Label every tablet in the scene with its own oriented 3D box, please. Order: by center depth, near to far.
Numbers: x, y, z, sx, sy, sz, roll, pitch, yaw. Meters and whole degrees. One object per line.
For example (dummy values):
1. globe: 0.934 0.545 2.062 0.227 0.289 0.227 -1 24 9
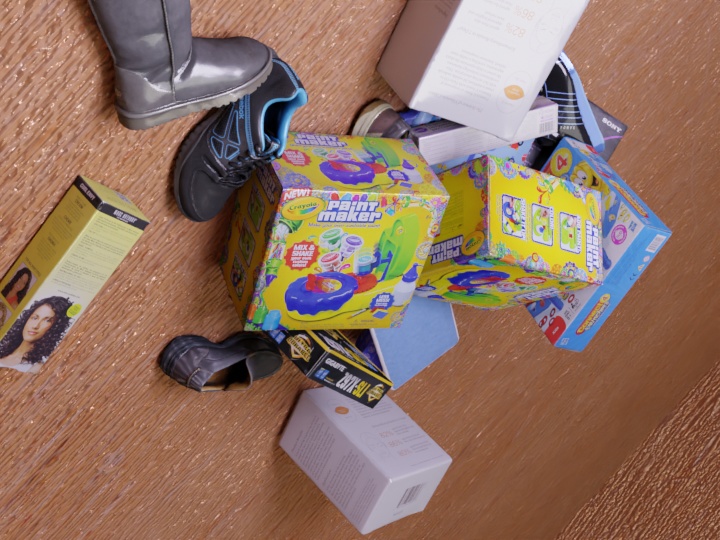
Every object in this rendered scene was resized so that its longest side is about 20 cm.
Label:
1. tablet: 0.072 0.072 1.433 0.130 0.014 0.201 -35 140 -15

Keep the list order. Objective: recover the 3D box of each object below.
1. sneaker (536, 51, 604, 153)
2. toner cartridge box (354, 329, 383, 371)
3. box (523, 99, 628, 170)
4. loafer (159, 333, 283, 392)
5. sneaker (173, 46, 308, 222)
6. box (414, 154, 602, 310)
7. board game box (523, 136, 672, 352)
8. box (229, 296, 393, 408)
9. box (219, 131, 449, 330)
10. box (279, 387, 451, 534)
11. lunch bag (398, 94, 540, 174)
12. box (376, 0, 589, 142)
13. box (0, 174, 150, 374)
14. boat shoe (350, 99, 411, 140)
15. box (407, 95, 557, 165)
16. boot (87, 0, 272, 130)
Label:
1. sneaker: 0.255 -0.221 1.388 0.078 0.070 0.201 -34 111 -6
2. toner cartridge box: 0.059 0.053 1.494 0.201 0.043 0.095 -57 -173 16
3. box: 0.266 -0.155 1.461 0.201 0.142 0.036 -60 -168 1
4. loafer: -0.162 0.127 1.316 0.199 0.072 0.073 1 124 -53
5. sneaker: -0.126 -0.127 1.063 0.073 0.082 0.201 -1 127 -52
6. box: 0.160 -0.039 1.286 0.191 0.123 0.199 12 162 -34
7. board game box: 0.276 -0.035 1.351 0.056 0.196 0.201 12 122 -35
8. box: -0.059 0.092 1.322 0.049 0.160 0.200 -48 149 3
9. box: -0.035 -0.044 1.179 0.198 0.122 0.194 0 128 -25
10. box: 0.006 0.270 1.552 0.152 0.200 0.107 -5 128 -49
11. lunch bag: 0.123 -0.182 1.328 0.199 0.094 0.151 6 117 -39
12. box: 0.137 -0.270 1.161 0.151 0.107 0.201 13 118 -31
13. box: -0.299 0.007 1.028 0.201 0.050 0.075 -53 149 7
14. boat shoe: 0.010 -0.108 1.272 0.073 0.065 0.201 -23 143 -38
15. box: 0.151 -0.172 1.277 0.199 0.039 0.042 -17 120 -19
16. boot: -0.160 -0.236 0.922 0.181 0.072 0.201 -32 139 -29
